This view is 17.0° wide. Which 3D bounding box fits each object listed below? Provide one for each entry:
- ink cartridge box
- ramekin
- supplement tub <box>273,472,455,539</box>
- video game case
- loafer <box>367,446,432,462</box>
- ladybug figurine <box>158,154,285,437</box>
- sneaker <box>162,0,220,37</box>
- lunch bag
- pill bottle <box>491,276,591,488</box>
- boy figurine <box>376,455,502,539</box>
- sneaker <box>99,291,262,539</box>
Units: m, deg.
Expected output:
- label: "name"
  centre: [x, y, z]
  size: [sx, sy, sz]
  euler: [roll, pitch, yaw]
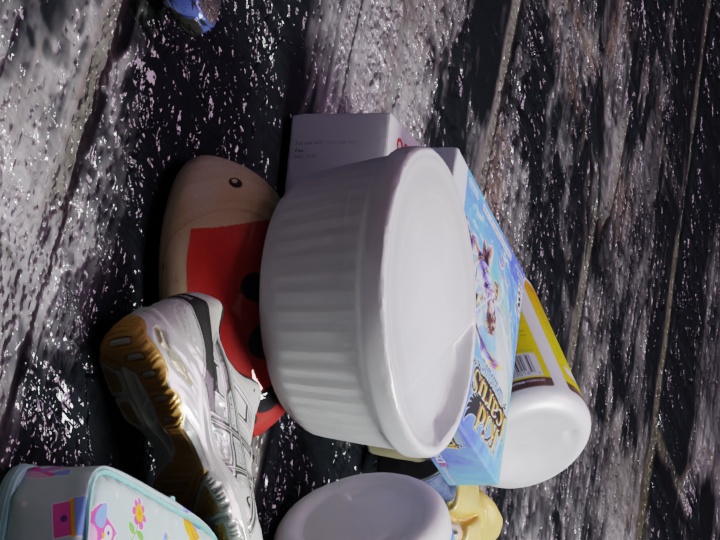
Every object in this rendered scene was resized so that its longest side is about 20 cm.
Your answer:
- label: "ink cartridge box"
  centre: [0.000, 0.000, 1.789]
  size: [0.146, 0.085, 0.201]
  euler: [39, 54, -63]
- label: "ramekin"
  centre: [0.004, 0.022, 1.584]
  size: [0.202, 0.094, 0.204]
  euler: [-2, 90, -71]
- label: "supplement tub"
  centre: [0.018, 0.262, 1.757]
  size: [0.132, 0.131, 0.201]
  euler: [-60, 143, -53]
- label: "video game case"
  centre: [0.069, 0.037, 1.787]
  size: [0.200, 0.045, 0.182]
  euler: [56, 39, -55]
- label: "loafer"
  centre: [0.026, 0.062, 1.885]
  size: [0.076, 0.068, 0.201]
  euler: [66, 15, -51]
- label: "ladybug figurine"
  centre: [-0.081, 0.024, 1.592]
  size: [0.136, 0.072, 0.201]
  euler: [-25, 112, -68]
- label: "sneaker"
  centre: [-0.091, -0.243, 1.571]
  size: [0.075, 0.078, 0.201]
  euler: [52, 41, -56]
- label: "lunch bag"
  centre: [-0.148, 0.198, 1.400]
  size: [0.200, 0.077, 0.161]
  euler: [47, 42, -62]
- label: "pill bottle"
  centre: [0.107, 0.072, 1.956]
  size: [0.109, 0.109, 0.200]
  euler: [65, 3, -46]
- label: "boy figurine"
  centre: [0.066, 0.175, 1.979]
  size: [0.200, 0.064, 0.125]
  euler: [57, 15, -59]
- label: "sneaker"
  centre: [-0.088, 0.108, 1.509]
  size: [0.088, 0.075, 0.201]
  euler: [-34, 115, -42]
